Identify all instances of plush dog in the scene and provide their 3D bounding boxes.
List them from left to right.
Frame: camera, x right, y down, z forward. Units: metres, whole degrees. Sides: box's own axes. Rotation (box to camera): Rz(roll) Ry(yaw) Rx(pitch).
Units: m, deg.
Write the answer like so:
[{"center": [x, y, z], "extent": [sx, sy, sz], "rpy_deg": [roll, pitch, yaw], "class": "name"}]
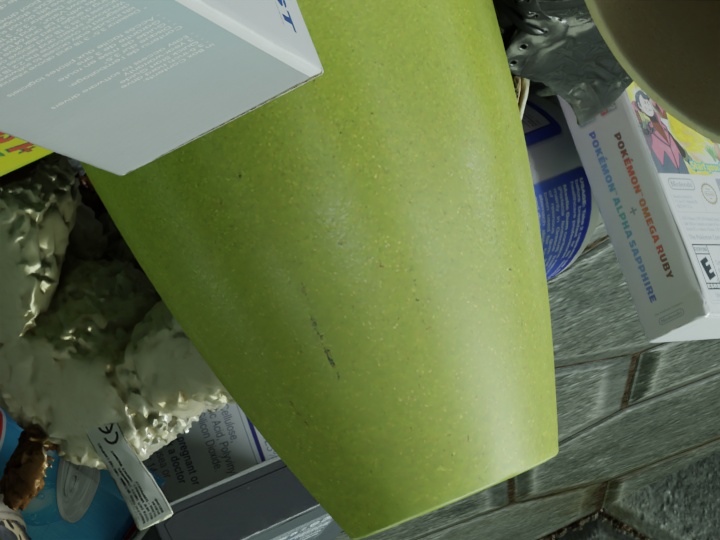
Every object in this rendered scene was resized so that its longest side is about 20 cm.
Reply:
[{"center": [-0.106, 0.022, 1.084], "extent": [0.172, 0.199, 0.161], "rpy_deg": [-40, 155, -61], "class": "plush dog"}]

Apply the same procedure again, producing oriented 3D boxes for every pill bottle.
[{"center": [0.063, -0.037, 1.226], "extent": [0.112, 0.113, 0.199], "rpy_deg": [-31, 175, 37], "class": "pill bottle"}]

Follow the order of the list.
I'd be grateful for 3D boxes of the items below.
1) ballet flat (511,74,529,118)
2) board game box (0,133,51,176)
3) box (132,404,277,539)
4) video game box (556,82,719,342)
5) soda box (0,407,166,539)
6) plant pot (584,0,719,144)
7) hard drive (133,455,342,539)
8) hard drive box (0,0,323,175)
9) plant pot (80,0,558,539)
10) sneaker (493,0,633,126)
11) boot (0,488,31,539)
[{"center": [0.034, -0.034, 1.035], "extent": [0.067, 0.201, 0.062], "rpy_deg": [22, 144, -8], "class": "ballet flat"}, {"center": [-0.146, -0.082, 0.922], "extent": [0.199, 0.048, 0.102], "rpy_deg": [-23, 166, 10], "class": "board game box"}, {"center": [-0.093, 0.059, 1.246], "extent": [0.198, 0.185, 0.105], "rpy_deg": [-18, 164, -7], "class": "box"}, {"center": [0.187, -0.054, 1.227], "extent": [0.047, 0.184, 0.199], "rpy_deg": [-24, 166, 32], "class": "video game box"}, {"center": [-0.201, 0.083, 1.130], "extent": [0.064, 0.199, 0.068], "rpy_deg": [-58, 175, 10], "class": "soda box"}, {"center": [0.215, -0.161, 0.917], "extent": [0.199, 0.188, 0.187], "rpy_deg": [-25, 174, -46], "class": "plant pot"}, {"center": [-0.072, 0.150, 1.141], "extent": [0.139, 0.033, 0.200], "rpy_deg": [-22, 162, -32], "class": "hard drive"}, {"center": [-0.102, -0.124, 0.602], "extent": [0.076, 0.157, 0.200], "rpy_deg": [-25, 166, 15], "class": "hard drive box"}, {"center": [0.000, 0.000, 0.917], "extent": [0.186, 0.202, 0.187], "rpy_deg": [-22, 175, -2], "class": "plant pot"}, {"center": [0.078, -0.126, 0.991], "extent": [0.104, 0.060, 0.199], "rpy_deg": [-36, 151, 29], "class": "sneaker"}, {"center": [-0.178, 0.172, 0.985], "extent": [0.073, 0.151, 0.200], "rpy_deg": [-41, 163, 13], "class": "boot"}]
